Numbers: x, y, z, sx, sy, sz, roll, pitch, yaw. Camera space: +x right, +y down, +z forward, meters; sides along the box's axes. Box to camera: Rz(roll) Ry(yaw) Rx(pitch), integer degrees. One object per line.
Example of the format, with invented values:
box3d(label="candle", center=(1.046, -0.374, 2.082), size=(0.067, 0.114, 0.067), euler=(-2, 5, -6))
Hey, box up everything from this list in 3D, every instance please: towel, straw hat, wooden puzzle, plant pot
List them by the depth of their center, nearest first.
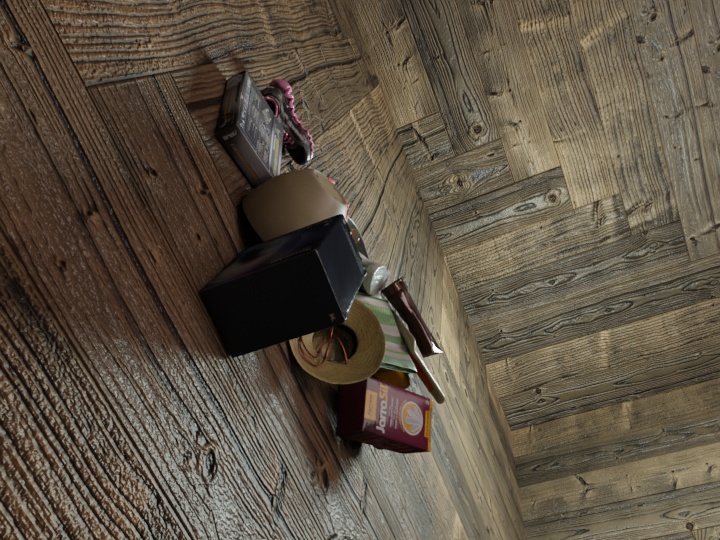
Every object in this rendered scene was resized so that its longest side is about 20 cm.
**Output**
box3d(label="plant pot", center=(-0.102, -0.110, 1.122), size=(0.200, 0.134, 0.201), euler=(45, 15, -15))
box3d(label="straw hat", center=(-0.056, 0.148, 1.173), size=(0.085, 0.198, 0.204), euler=(124, -36, -51))
box3d(label="towel", center=(0.036, 0.127, 1.292), size=(0.151, 0.023, 0.202), euler=(19, 35, -38))
box3d(label="wooden puzzle", center=(0.120, 0.201, 1.416), size=(0.202, 0.037, 0.185), euler=(62, -4, -30))

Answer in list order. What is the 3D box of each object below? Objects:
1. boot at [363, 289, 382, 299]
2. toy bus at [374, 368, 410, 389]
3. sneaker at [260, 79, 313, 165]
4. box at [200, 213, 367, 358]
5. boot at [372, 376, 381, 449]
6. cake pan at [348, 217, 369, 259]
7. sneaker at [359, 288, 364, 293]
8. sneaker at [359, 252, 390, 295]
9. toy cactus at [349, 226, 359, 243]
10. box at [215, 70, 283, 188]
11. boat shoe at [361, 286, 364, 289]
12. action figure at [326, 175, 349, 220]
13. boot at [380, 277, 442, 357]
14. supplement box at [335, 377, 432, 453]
box3d(label="boot", center=(0.026, 0.139, 1.481), size=(0.203, 0.089, 0.073), euler=(69, 18, -3))
box3d(label="toy bus", center=(0.071, 0.228, 1.390), size=(0.200, 0.064, 0.079), euler=(60, 13, -61))
box3d(label="sneaker", center=(-0.179, -0.330, 1.376), size=(0.095, 0.078, 0.202), euler=(-45, 117, -48))
box3d(label="box", center=(-0.111, 0.017, 0.947), size=(0.199, 0.197, 0.125), euler=(-67, 136, -67))
box3d(label="boot", center=(0.002, 0.284, 1.300), size=(0.132, 0.069, 0.202), euler=(43, 21, -54))
box3d(label="cake pan", center=(-0.023, -0.047, 1.612), size=(0.200, 0.036, 0.203), euler=(-19, 91, -74))
box3d(label="sneaker", center=(-0.015, 0.102, 1.400), size=(0.203, 0.075, 0.114), euler=(70, 18, 4))
box3d(label="sneaker", center=(0.000, 0.000, 1.386), size=(0.114, 0.075, 0.200), euler=(28, 1, 9))
box3d(label="toy cactus", center=(-0.061, -0.077, 1.255), size=(0.101, 0.164, 0.204), euler=(-9, 105, -41))
box3d(label="box", center=(-0.216, -0.278, 1.199), size=(0.159, 0.048, 0.202), euler=(57, 22, -43))
box3d(label="boat shoe", center=(0.005, 0.080, 1.533), size=(0.057, 0.068, 0.203), euler=(-76, 151, -76))
box3d(label="action figure", center=(-0.062, -0.153, 1.481), size=(0.052, 0.065, 0.201), euler=(42, 18, -41))
box3d(label="boot", center=(0.127, 0.118, 1.452), size=(0.201, 0.064, 0.186), euler=(56, 9, 2))
box3d(label="supplement box", center=(0.052, 0.300, 1.229), size=(0.198, 0.085, 0.112), euler=(26, 58, -35))
